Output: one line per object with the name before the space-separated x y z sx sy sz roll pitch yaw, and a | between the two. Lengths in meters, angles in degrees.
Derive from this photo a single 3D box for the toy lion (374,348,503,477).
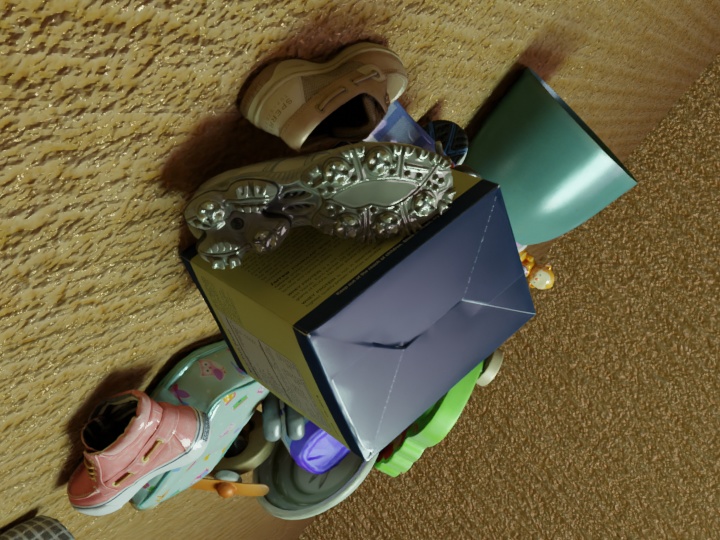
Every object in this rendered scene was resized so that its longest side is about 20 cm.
toy lion | 0.076 0.160 1.171 0.193 0.068 0.200 -63 -169 -5

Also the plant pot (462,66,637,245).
plant pot | 0.224 -0.131 1.240 0.161 0.201 0.200 -43 168 18

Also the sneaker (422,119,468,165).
sneaker | 0.044 -0.076 1.074 0.200 0.076 0.077 -42 169 0

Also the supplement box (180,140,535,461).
supplement box | -0.003 0.011 0.807 0.200 0.199 0.135 -37 126 -22

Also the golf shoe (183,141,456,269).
golf shoe | -0.032 -0.066 0.725 0.199 0.097 0.079 -8 117 -4

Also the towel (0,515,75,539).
towel | -0.311 0.346 0.937 0.086 0.200 0.165 -53 166 24

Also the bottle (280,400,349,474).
bottle | -0.074 0.171 1.222 0.084 0.200 0.065 -44 123 0

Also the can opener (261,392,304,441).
can opener | -0.097 0.132 1.155 0.200 0.052 0.067 -104 -167 -64

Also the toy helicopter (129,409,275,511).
toy helicopter | -0.195 0.245 1.203 0.199 0.132 0.079 -28 135 -4

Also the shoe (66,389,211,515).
shoe | -0.245 0.177 0.952 0.200 0.072 0.091 -31 138 28

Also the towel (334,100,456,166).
towel | 0.003 -0.054 0.942 0.200 0.147 0.024 -48 -149 0

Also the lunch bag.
lunch bag | -0.183 0.165 1.075 0.200 0.077 0.160 -52 167 24

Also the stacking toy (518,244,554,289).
stacking toy | 0.192 -0.044 1.358 0.116 0.200 0.110 -53 166 31

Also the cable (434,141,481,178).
cable | 0.083 -0.034 0.949 0.097 0.050 0.201 -20 125 3

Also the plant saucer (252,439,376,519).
plant saucer | -0.044 0.233 1.225 0.200 0.200 0.050 -44 123 -9

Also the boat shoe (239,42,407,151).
boat shoe | -0.013 -0.128 0.761 0.200 0.065 0.071 -28 157 -53
